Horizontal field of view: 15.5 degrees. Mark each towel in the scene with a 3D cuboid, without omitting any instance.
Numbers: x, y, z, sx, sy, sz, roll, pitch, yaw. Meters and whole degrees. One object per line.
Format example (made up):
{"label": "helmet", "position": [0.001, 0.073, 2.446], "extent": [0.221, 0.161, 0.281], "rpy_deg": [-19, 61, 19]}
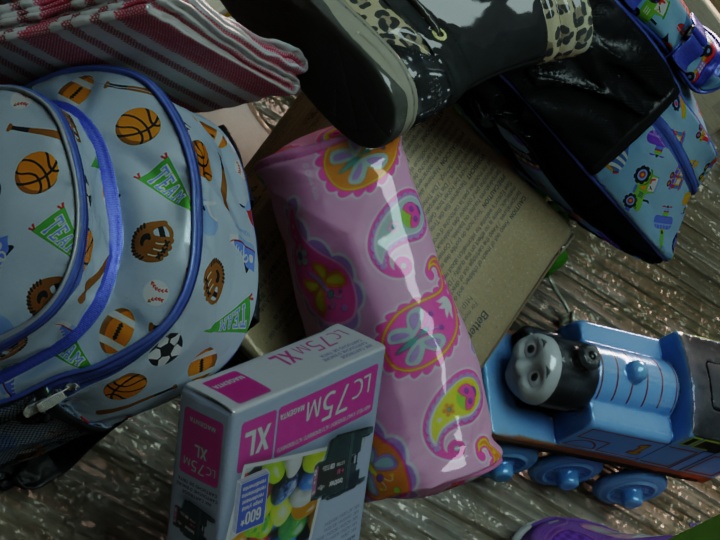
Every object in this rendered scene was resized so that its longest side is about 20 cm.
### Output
{"label": "towel", "position": [-0.144, -0.104, 1.307], "extent": [0.146, 0.199, 0.030], "rpy_deg": [27, 58, -59]}

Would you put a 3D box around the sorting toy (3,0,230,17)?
{"label": "sorting toy", "position": [-0.151, -0.214, 1.467], "extent": [0.200, 0.107, 0.180], "rpy_deg": [-27, 64, -27]}

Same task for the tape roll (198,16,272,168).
{"label": "tape roll", "position": [-0.042, -0.103, 1.552], "extent": [0.202, 0.037, 0.204], "rpy_deg": [21, 55, -33]}

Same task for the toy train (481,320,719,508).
{"label": "toy train", "position": [0.140, 0.079, 1.554], "extent": [0.199, 0.114, 0.087], "rpy_deg": [15, 57, -36]}

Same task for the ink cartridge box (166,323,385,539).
{"label": "ink cartridge box", "position": [-0.047, 0.136, 1.319], "extent": [0.042, 0.201, 0.119], "rpy_deg": [26, 30, 32]}

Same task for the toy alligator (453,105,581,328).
{"label": "toy alligator", "position": [0.101, -0.039, 1.629], "extent": [0.059, 0.054, 0.200], "rpy_deg": [-34, 91, -46]}

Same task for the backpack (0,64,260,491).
{"label": "backpack", "position": [-0.149, -0.011, 1.277], "extent": [0.154, 0.190, 0.201], "rpy_deg": [37, 36, -69]}

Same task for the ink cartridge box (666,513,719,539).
{"label": "ink cartridge box", "position": [0.128, 0.223, 1.399], "extent": [0.076, 0.200, 0.148], "rpy_deg": [2, 65, -41]}

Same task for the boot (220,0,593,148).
{"label": "boot", "position": [0.012, -0.162, 1.380], "extent": [0.153, 0.074, 0.204], "rpy_deg": [-21, 62, -32]}

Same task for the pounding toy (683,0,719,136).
{"label": "pounding toy", "position": [0.152, -0.156, 1.679], "extent": [0.184, 0.142, 0.200], "rpy_deg": [51, 17, -7]}

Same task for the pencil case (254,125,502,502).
{"label": "pencil case", "position": [0.010, 0.020, 1.372], "extent": [0.087, 0.087, 0.201], "rpy_deg": [-18, 90, -46]}

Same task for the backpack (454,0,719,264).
{"label": "backpack", "position": [0.134, -0.107, 1.524], "extent": [0.200, 0.135, 0.183], "rpy_deg": [45, 1, -32]}

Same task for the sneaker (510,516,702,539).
{"label": "sneaker", "position": [0.178, 0.181, 1.549], "extent": [0.200, 0.088, 0.081], "rpy_deg": [17, 58, -33]}

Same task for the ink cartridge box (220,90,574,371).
{"label": "ink cartridge box", "position": [0.000, 0.000, 1.461], "extent": [0.165, 0.075, 0.200], "rpy_deg": [46, 61, -18]}
